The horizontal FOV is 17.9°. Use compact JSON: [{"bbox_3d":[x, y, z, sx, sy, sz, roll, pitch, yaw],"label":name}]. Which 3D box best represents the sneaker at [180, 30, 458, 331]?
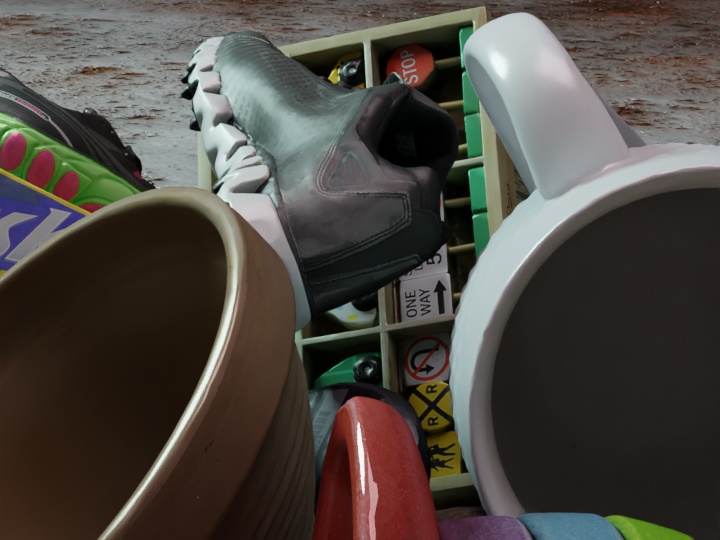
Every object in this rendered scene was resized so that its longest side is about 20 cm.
[{"bbox_3d":[-0.011,-0.041,0.815,0.090,0.067,0.200,-18,26,0],"label":"sneaker"}]

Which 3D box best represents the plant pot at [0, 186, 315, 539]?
[{"bbox_3d":[-0.080,0.079,0.691,0.201,0.093,0.201,-35,28,21],"label":"plant pot"}]

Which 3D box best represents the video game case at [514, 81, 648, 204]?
[{"bbox_3d":[0.093,-0.014,1.005,0.182,0.024,0.200,43,-18,-22],"label":"video game case"}]

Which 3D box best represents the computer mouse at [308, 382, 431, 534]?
[{"bbox_3d":[-0.020,0.054,0.790,0.046,0.141,0.200,37,-25,-26],"label":"computer mouse"}]

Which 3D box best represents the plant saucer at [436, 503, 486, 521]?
[{"bbox_3d":[0.074,0.117,0.764,0.200,0.035,0.200,2,14,0],"label":"plant saucer"}]

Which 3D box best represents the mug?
[{"bbox_3d":[0.089,0.008,0.735,0.148,0.200,0.175,-28,7,2],"label":"mug"}]

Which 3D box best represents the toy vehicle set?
[{"bbox_3d":[0.000,0.000,0.887,0.124,0.200,0.027,-11,-26,16],"label":"toy vehicle set"}]

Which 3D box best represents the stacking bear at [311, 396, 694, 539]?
[{"bbox_3d":[0.085,0.118,0.608,0.200,0.122,0.114,8,31,-10],"label":"stacking bear"}]

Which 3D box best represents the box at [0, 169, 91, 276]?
[{"bbox_3d":[-0.135,0.005,0.941,0.200,0.070,0.064,26,-10,-3],"label":"box"}]

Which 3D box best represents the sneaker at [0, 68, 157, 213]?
[{"bbox_3d":[-0.119,-0.034,1.113,0.077,0.200,0.084,-29,44,22],"label":"sneaker"}]
